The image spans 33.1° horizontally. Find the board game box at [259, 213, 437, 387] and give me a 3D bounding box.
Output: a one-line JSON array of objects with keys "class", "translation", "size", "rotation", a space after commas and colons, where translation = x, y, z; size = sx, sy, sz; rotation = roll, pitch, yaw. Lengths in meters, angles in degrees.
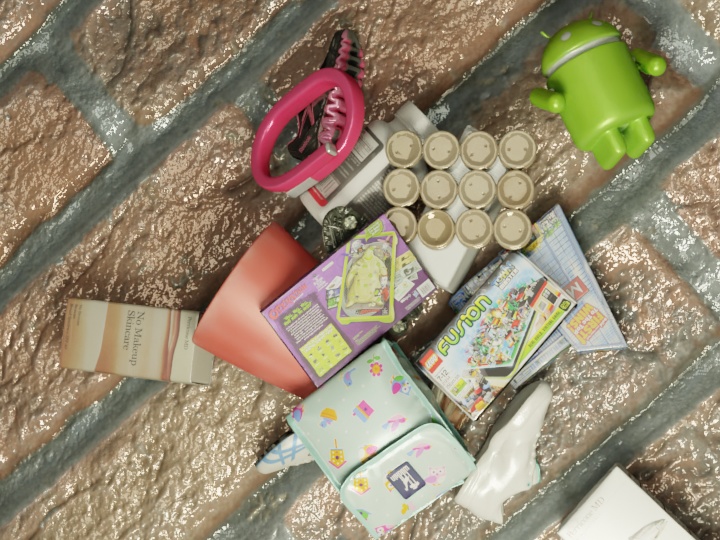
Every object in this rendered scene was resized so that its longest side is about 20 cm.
[{"class": "board game box", "translation": [-0.014, 0.037, 1.524], "size": [0.199, 0.032, 0.121], "rotation": [-38, 102, -8]}]

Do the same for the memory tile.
[{"class": "memory tile", "translation": [0.125, -0.103, 1.550], "size": [0.197, 0.017, 0.156], "rotation": [2, 84, 11]}]

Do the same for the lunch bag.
[{"class": "lunch bag", "translation": [0.030, 0.214, 1.528], "size": [0.169, 0.122, 0.201], "rotation": [-36, 79, 4]}]

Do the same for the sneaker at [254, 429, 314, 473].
[{"class": "sneaker", "translation": [-0.053, 0.234, 1.637], "size": [0.198, 0.072, 0.073], "rotation": [-27, 87, 11]}]

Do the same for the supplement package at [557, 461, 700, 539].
[{"class": "supplement package", "translation": [0.357, 0.352, 1.514], "size": [0.200, 0.117, 0.117], "rotation": [43, 94, 13]}]

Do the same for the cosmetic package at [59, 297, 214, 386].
[{"class": "cosmetic package", "translation": [-0.309, 0.099, 1.693], "size": [0.197, 0.087, 0.105], "rotation": [4, 84, 12]}]

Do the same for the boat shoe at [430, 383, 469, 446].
[{"class": "boat shoe", "translation": [0.108, 0.225, 1.603], "size": [0.071, 0.076, 0.203], "rotation": [20, 90, 11]}]

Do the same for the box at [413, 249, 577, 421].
[{"class": "box", "translation": [0.174, 0.083, 1.560], "size": [0.110, 0.035, 0.201], "rotation": [41, 93, 13]}]

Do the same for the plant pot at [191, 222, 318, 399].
[{"class": "plant pot", "translation": [-0.098, 0.065, 1.610], "size": [0.176, 0.200, 0.202], "rotation": [34, 92, 2]}]

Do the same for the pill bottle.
[{"class": "pill bottle", "translation": [0.022, -0.131, 1.637], "size": [0.200, 0.111, 0.111], "rotation": [-44, 78, 5]}]

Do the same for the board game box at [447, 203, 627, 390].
[{"class": "board game box", "translation": [0.248, 0.056, 1.597], "size": [0.199, 0.062, 0.201], "rotation": [-40, 77, 5]}]

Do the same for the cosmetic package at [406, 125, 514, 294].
[{"class": "cosmetic package", "translation": [0.134, -0.076, 1.609], "size": [0.080, 0.113, 0.202], "rotation": [29, 88, 13]}]

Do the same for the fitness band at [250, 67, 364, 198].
[{"class": "fitness band", "translation": [-0.074, -0.185, 1.623], "size": [0.199, 0.037, 0.145], "rotation": [-32, 53, 34]}]

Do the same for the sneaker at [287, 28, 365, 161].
[{"class": "sneaker", "translation": [-0.054, -0.241, 1.691], "size": [0.094, 0.079, 0.203], "rotation": [8, 82, 29]}]

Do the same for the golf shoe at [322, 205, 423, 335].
[{"class": "golf shoe", "translation": [0.000, 0.000, 1.596], "size": [0.077, 0.088, 0.201], "rotation": [-39, 116, -13]}]

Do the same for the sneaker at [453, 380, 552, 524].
[{"class": "sneaker", "translation": [0.208, 0.239, 1.586], "size": [0.088, 0.075, 0.201], "rotation": [32, 103, 2]}]

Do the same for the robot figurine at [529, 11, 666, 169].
[{"class": "robot figurine", "translation": [0.310, -0.238, 1.586], "size": [0.173, 0.116, 0.202], "rotation": [-21, 78, -8]}]
